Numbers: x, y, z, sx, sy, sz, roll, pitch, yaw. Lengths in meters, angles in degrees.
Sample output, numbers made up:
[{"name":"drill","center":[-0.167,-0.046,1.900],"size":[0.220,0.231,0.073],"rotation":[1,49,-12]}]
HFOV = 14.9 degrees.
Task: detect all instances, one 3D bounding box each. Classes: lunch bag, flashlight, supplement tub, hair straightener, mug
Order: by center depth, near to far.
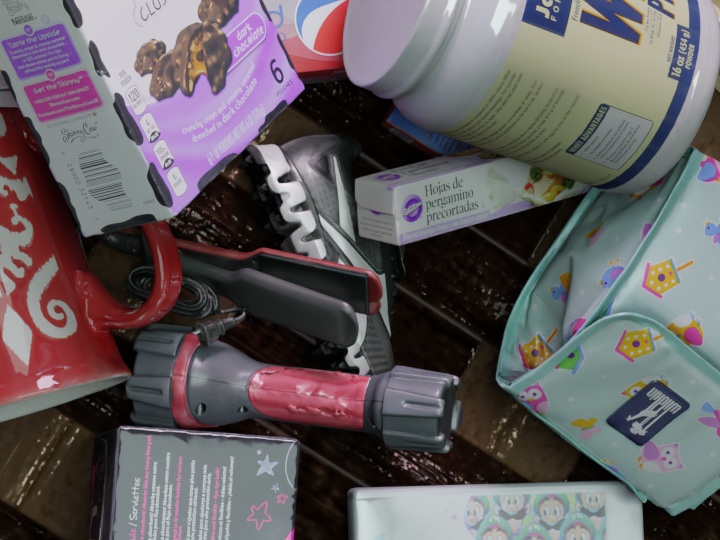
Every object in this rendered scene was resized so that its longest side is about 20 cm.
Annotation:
[{"name":"mug","center":[-0.210,-0.018,1.669],"size":[0.177,0.133,0.200],"rotation":[-17,85,-10]},{"name":"supplement tub","center":[0.104,-0.141,1.695],"size":[0.200,0.145,0.145],"rotation":[18,80,-23]},{"name":"flashlight","center":[-0.041,0.075,1.696],"size":[0.200,0.068,0.068],"rotation":[6,40,15]},{"name":"hair straightener","center":[-0.091,0.009,1.698],"size":[0.200,0.041,0.077],"rotation":[17,42,15]},{"name":"lunch bag","center":[0.198,0.038,1.776],"size":[0.170,0.122,0.200],"rotation":[36,81,-27]}]

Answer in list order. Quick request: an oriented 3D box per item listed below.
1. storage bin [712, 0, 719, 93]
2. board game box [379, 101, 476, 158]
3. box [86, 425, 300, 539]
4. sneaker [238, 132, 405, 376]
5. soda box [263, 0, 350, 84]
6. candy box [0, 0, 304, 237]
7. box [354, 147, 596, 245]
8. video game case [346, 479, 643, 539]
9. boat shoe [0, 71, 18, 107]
[{"name":"storage bin","center":[0.319,-0.196,1.854],"size":[0.199,0.094,0.200],"rotation":[43,75,-8]},{"name":"board game box","center":[0.104,-0.155,1.828],"size":[0.103,0.019,0.200],"rotation":[32,77,-12]},{"name":"box","center":[-0.111,0.199,1.673],"size":[0.114,0.132,0.200],"rotation":[6,83,-12]},{"name":"sneaker","center":[0.000,0.000,1.758],"size":[0.090,0.066,0.200],"rotation":[-22,89,-14]},{"name":"soda box","center":[-0.058,-0.150,1.754],"size":[0.200,0.070,0.064],"rotation":[-7,87,-17]},{"name":"candy box","center":[-0.136,-0.148,1.591],"size":[0.168,0.071,0.200],"rotation":[-49,119,-49]},{"name":"box","center":[0.084,-0.057,1.762],"size":[0.200,0.041,0.039],"rotation":[-16,109,-37]},{"name":"video game case","center":[0.091,0.229,1.784],"size":[0.200,0.024,0.182],"rotation":[0,84,-16]},{"name":"boat shoe","center":[-0.203,-0.138,1.613],"size":[0.200,0.065,0.074],"rotation":[-16,60,-38]}]
